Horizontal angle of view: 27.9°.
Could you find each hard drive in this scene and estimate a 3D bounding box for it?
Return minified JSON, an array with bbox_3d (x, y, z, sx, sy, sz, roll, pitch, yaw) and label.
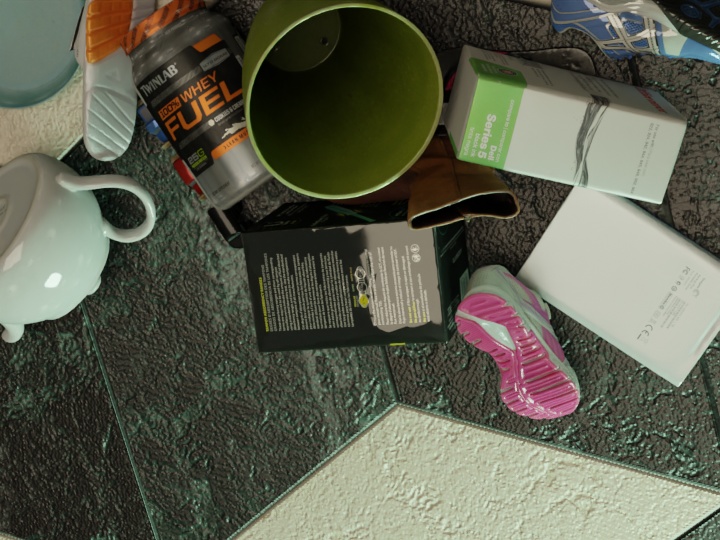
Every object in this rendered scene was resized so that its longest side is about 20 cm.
[{"bbox_3d":[0.274,0.009,1.465,0.199,0.025,0.133,33,111,4],"label":"hard drive"}]

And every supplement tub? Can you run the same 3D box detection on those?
[{"bbox_3d":[-0.151,-0.174,1.478,0.122,0.123,0.201,-33,94,21],"label":"supplement tub"}]

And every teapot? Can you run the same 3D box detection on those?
[{"bbox_3d":[-0.337,-0.021,1.559,0.146,0.199,0.199,34,75,-34],"label":"teapot"}]

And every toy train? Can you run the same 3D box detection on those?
[{"bbox_3d":[-0.178,-0.108,1.544,0.034,0.046,0.201,-33,94,20],"label":"toy train"}]

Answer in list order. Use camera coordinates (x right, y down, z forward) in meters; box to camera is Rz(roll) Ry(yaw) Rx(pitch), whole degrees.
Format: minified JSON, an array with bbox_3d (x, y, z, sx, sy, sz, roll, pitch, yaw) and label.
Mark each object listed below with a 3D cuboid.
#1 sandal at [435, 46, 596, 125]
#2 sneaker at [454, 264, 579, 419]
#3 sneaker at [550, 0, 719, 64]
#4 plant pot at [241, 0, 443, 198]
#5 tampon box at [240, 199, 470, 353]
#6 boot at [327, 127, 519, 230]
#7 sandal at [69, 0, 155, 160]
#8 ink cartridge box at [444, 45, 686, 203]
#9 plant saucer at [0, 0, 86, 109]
[{"bbox_3d":[0.133,-0.187,1.438,0.198,0.045,0.076,-6,105,16],"label":"sandal"},{"bbox_3d":[0.168,0.069,1.478,0.081,0.089,0.201,-16,126,25],"label":"sneaker"},{"bbox_3d":[0.274,-0.238,1.382,0.198,0.076,0.077,25,132,7],"label":"sneaker"},{"bbox_3d":[-0.038,-0.196,1.388,0.185,0.200,0.189,-7,120,-13],"label":"plant pot"},{"bbox_3d":[0.000,0.000,1.470,0.198,0.150,0.128,-4,103,16],"label":"tampon box"},{"bbox_3d":[0.048,-0.072,1.391,0.186,0.200,0.069,-5,114,0],"label":"boot"},{"bbox_3d":[-0.271,-0.222,1.517,0.059,0.079,0.209,15,98,48],"label":"sandal"},{"bbox_3d":[0.188,-0.138,1.358,0.198,0.146,0.085,13,108,-6],"label":"ink cartridge box"},{"bbox_3d":[-0.379,-0.277,1.562,0.198,0.027,0.202,4,106,14],"label":"plant saucer"}]
